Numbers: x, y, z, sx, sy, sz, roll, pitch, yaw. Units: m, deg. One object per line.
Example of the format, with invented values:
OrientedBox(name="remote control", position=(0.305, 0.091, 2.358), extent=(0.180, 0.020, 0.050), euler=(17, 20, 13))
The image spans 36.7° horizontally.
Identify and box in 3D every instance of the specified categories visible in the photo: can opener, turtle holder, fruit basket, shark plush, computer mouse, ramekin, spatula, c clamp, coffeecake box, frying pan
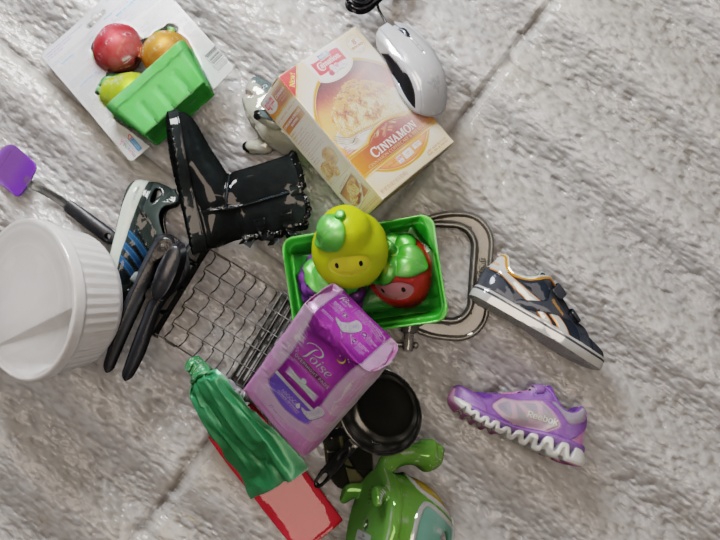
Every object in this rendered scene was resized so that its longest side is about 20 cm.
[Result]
OrientedBox(name="can opener", position=(-0.277, 0.045, 1.383), extent=(0.063, 0.079, 0.201), euler=(31, 100, 9))
OrientedBox(name="turtle holder", position=(0.049, 0.320, 1.402), extent=(0.131, 0.141, 0.186), euler=(17, 52, -20))
OrientedBox(name="fruit basket", position=(0.000, 0.000, 1.348), extent=(0.215, 0.216, 0.156), euler=(-9, 88, 0))
OrientedBox(name="shark plush", position=(-0.065, -0.190, 1.434), extent=(0.199, 0.091, 0.084), euler=(18, 59, 5))
OrientedBox(name="computer mouse", position=(0.061, -0.294, 1.407), extent=(0.109, 0.044, 0.201), euler=(-20, 77, -37))
OrientedBox(name="fruit basket", position=(-0.294, -0.273, 1.434), extent=(0.185, 0.094, 0.200), euler=(-42, 74, -1))
OrientedBox(name="ramekin", position=(-0.388, 0.038, 1.377), extent=(0.202, 0.094, 0.203), euler=(-1, 88, 37))
OrientedBox(name="spatula", position=(-0.407, -0.096, 1.450), extent=(0.200, 0.021, 0.057), euler=(34, 102, -2))
OrientedBox(name="c clamp", position=(0.093, 0.015, 1.447), extent=(0.170, 0.027, 0.201), euler=(10, 90, 0))
OrientedBox(name="coffeecake box", position=(-0.004, -0.190, 1.394), extent=(0.200, 0.073, 0.153), euler=(49, 56, 1))
OrientedBox(name="frying pan", position=(0.017, 0.212, 1.383), extent=(0.115, 0.031, 0.191), euler=(22, 108, 19))

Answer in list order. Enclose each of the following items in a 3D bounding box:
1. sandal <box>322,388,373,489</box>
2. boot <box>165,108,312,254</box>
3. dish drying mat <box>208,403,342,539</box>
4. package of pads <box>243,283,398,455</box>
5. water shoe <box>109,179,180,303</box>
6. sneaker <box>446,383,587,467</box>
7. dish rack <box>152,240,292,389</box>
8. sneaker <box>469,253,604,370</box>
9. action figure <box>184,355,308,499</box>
OrientedBox(name="sandal", position=(-0.022, 0.189, 1.434), extent=(0.079, 0.057, 0.202), euler=(0, 104, -6))
OrientedBox(name="boot", position=(-0.156, -0.120, 1.395), extent=(0.162, 0.073, 0.199), euler=(-13, 95, -13))
OrientedBox(name="dish drying mat", position=(-0.113, 0.278, 1.448), extent=(0.077, 0.018, 0.200), euler=(-38, 88, -2))
OrientedBox(name="package of pads", position=(-0.052, 0.124, 1.325), extent=(0.120, 0.076, 0.200), euler=(44, 130, 8))
OrientedBox(name="water shoe", position=(-0.286, -0.018, 1.425), extent=(0.079, 0.072, 0.201), euler=(11, 90, -2))
OrientedBox(name="sneaker", position=(0.212, 0.184, 1.425), extent=(0.199, 0.080, 0.089), euler=(22, 82, -5))
OrientedBox(name="dish rack", position=(-0.176, 0.062, 1.435), extent=(0.200, 0.055, 0.154), euler=(32, 91, -2))
OrientedBox(name="sneaker", position=(0.246, 0.053, 1.422), extent=(0.200, 0.078, 0.080), euler=(33, 81, -5))
OrientedBox(name="action figure", position=(-0.160, 0.193, 1.401), extent=(0.118, 0.055, 0.200), euler=(-33, 97, 31))
